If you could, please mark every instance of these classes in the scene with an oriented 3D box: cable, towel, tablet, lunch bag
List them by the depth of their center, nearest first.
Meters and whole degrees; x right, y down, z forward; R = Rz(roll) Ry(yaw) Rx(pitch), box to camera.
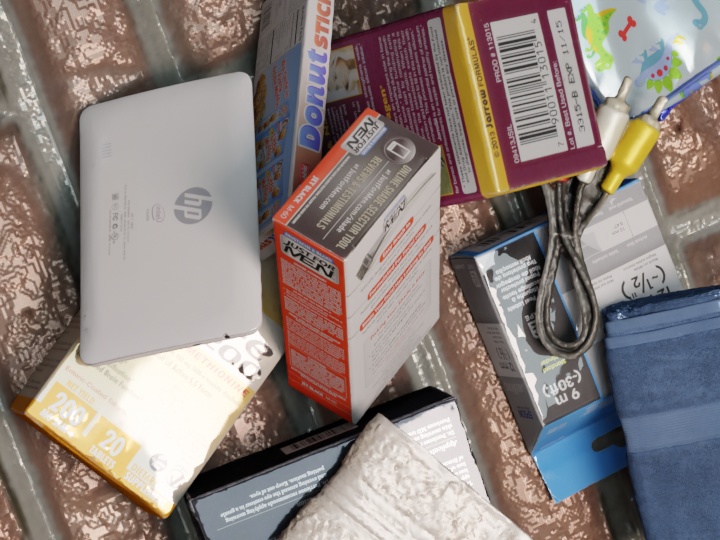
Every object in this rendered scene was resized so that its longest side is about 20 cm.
[{"bbox_3d":[0.046,0.208,1.578,0.200,0.034,0.133,40,85,-8],"label":"towel"},{"bbox_3d":[-0.130,-0.037,1.589,0.129,0.014,0.201,-11,62,14],"label":"tablet"},{"bbox_3d":[0.146,-0.042,1.659,0.096,0.050,0.201,16,87,4],"label":"cable"},{"bbox_3d":[0.240,0.114,1.667,0.111,0.048,0.202,-11,92,24],"label":"towel"},{"bbox_3d":[0.213,-0.203,1.732,0.199,0.082,0.161,-34,98,-14],"label":"lunch bag"}]

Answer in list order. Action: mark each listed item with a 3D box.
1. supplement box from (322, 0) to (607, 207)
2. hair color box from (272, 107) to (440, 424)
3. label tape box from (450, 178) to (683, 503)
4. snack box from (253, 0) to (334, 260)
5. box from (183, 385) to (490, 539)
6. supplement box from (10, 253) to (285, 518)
[{"bbox_3d":[0.060,-0.112,1.615,0.103,0.199,0.132,-16,95,-34],"label":"supplement box"},{"bbox_3d":[0.000,0.000,1.574,0.064,0.201,0.111,30,61,19],"label":"hair color box"},{"bbox_3d":[0.172,0.052,1.725,0.143,0.066,0.201,-25,94,-15],"label":"label tape box"},{"bbox_3d":[-0.050,-0.112,1.619,0.024,0.072,0.201,19,60,-27],"label":"snack box"},{"bbox_3d":[-0.002,0.202,1.639,0.199,0.104,0.183,-20,94,-7],"label":"box"},{"bbox_3d":[-0.132,0.053,1.630,0.126,0.073,0.201,37,79,-13],"label":"supplement box"}]
